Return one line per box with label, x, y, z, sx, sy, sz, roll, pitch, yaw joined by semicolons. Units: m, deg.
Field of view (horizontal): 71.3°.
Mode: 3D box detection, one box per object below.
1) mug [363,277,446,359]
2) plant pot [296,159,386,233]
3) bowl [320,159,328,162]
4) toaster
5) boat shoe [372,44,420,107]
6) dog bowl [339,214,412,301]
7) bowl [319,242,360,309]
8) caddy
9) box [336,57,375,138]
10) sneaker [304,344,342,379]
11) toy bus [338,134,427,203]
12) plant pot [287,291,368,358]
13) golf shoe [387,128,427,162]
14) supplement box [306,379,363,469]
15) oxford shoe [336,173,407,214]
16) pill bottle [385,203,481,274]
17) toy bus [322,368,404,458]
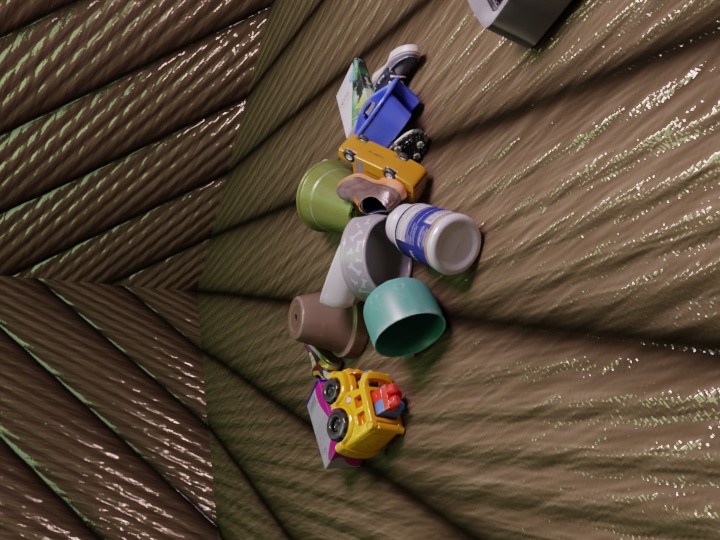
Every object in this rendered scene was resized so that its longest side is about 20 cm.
mug;0.076;0.097;1.027;0.185;0.152;0.115;-55;41;37
plant pot;-0.035;-0.170;1.299;0.190;0.200;0.201;31;112;49
bowl;-0.085;-0.217;1.476;0.201;0.090;0.202;-170;90;-68
toaster;0.270;-0.489;0.824;0.200;0.118;0.181;-50;41;48
boat shoe;0.090;-0.468;1.236;0.200;0.074;0.093;167;101;-70
dog bowl;0.042;-0.029;1.094;0.059;0.200;0.201;-2;81;40
bowl;0.000;0.000;1.201;0.075;0.200;0.200;32;117;18
caddy;0.048;-0.363;1.186;0.200;0.105;0.142;-42;18;52
box;-0.015;-0.503;1.473;0.144;0.036;0.200;-54;40;45
sneaker;-0.123;0.264;1.467;0.200;0.075;0.090;35;110;61
toy bus;0.048;-0.229;1.121;0.200;0.065;0.078;29;153;20
plant pot;-0.093;0.133;1.331;0.200;0.174;0.201;-19;69;60
golf shoe;0.086;-0.277;1.187;0.200;0.077;0.088;-44;38;50
supplement box;-0.056;0.387;1.280;0.101;0.103;0.200;-65;31;30
oxford shoe;0.006;-0.167;1.116;0.200;0.071;0.073;10;53;47
pill bottle;0.135;-0.071;0.995;0.200;0.115;0.116;34;114;61
toy bus;0.021;0.294;1.137;0.192;0.136;0.200;-45;42;32
